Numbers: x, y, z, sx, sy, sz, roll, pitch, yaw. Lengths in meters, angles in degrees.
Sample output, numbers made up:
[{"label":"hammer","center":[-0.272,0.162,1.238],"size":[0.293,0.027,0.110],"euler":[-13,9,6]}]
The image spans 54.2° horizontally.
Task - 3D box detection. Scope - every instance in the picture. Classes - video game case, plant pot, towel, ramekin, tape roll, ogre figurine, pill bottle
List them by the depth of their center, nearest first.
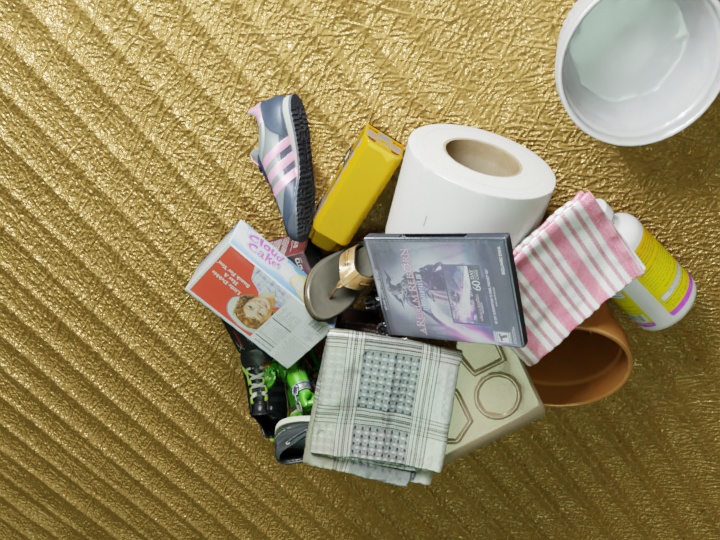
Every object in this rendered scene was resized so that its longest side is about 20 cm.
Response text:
[{"label":"ramekin","center":[0.333,-0.266,0.861],"size":[0.196,0.106,0.203],"euler":[3,122,4]},{"label":"video game case","center":[0.103,0.022,0.876],"size":[0.197,0.019,0.145],"euler":[2,117,35]},{"label":"towel","center":[0.247,0.015,0.888],"size":[0.200,0.030,0.146],"euler":[-42,113,8]},{"label":"tape roll","center":[0.143,-0.088,0.937],"size":[0.199,0.204,0.141],"euler":[14,123,-3]},{"label":"towel","center":[0.029,0.188,0.945],"size":[0.189,0.035,0.204],"euler":[10,101,-3]},{"label":"pill bottle","center":[0.385,-0.011,1.015],"size":[0.199,0.105,0.104],"euler":[40,118,-18]},{"label":"plant pot","center":[0.295,0.090,1.050],"size":[0.196,0.142,0.202],"euler":[6,139,5]},{"label":"ogre figurine","center":[-0.103,0.191,1.162],"size":[0.097,0.122,0.200],"euler":[-22,163,8]}]

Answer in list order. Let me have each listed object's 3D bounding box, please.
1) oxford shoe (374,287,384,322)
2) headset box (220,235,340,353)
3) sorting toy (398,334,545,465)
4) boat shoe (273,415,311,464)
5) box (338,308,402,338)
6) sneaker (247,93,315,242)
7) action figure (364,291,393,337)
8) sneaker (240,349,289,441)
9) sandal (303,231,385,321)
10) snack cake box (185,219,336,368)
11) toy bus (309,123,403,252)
[{"label":"oxford shoe","center":[0.113,0.031,1.094],"size":[0.197,0.072,0.072],"euler":[-15,116,17]},{"label":"headset box","center":[-0.128,0.033,1.117],"size":[0.196,0.078,0.151],"euler":[-15,119,14]},{"label":"sorting toy","center":[0.138,0.156,0.979],"size":[0.183,0.037,0.202],"euler":[-27,102,5]},{"label":"boat shoe","center":[-0.033,0.242,1.006],"size":[0.195,0.066,0.076],"euler":[-5,120,9]},{"label":"box","center":[0.026,0.193,1.126],"size":[0.161,0.201,0.168],"euler":[8,122,1]},{"label":"sneaker","center":[-0.112,-0.140,0.990],"size":[0.080,0.070,0.204],"euler":[-3,93,19]},{"label":"action figure","center":[0.109,0.062,1.020],"size":[0.197,0.102,0.121],"euler":[-10,104,27]},{"label":"sneaker","center":[-0.164,0.214,1.230],"size":[0.070,0.083,0.203],"euler":[-8,121,11]},{"label":"sandal","center":[0.000,0.000,1.025],"size":[0.083,0.198,0.054],"euler":[61,154,0]},{"label":"snack cake box","center":[-0.141,0.039,1.037],"size":[0.199,0.068,0.115],"euler":[41,120,-17]},{"label":"toy bus","center":[-0.013,-0.109,1.014],"size":[0.064,0.079,0.201],"euler":[27,121,-11]}]
